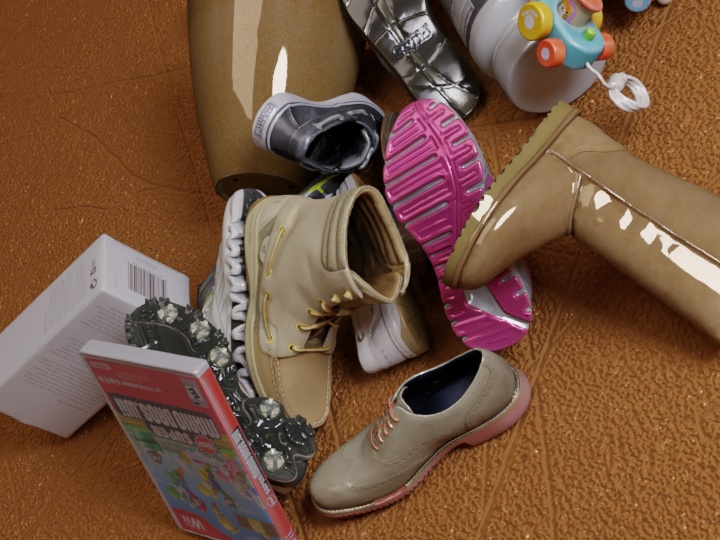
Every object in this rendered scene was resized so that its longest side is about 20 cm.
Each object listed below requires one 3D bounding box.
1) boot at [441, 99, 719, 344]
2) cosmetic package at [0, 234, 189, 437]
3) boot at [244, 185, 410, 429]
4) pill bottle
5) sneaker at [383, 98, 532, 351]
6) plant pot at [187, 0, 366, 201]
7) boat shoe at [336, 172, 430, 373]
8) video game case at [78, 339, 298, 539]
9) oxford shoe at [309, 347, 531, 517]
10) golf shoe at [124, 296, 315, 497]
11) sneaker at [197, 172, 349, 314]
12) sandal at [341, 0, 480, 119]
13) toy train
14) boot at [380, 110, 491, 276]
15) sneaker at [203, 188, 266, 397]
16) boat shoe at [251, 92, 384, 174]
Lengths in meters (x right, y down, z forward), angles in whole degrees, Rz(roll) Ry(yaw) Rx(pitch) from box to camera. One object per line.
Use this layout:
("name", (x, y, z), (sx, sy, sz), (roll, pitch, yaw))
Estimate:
("boot", (0.181, -0.010, 0.918), (0.199, 0.066, 0.176), (35, 80, 13))
("cosmetic package", (-0.260, 0.066, 1.221), (0.200, 0.101, 0.072), (-39, 40, 28))
("boot", (-0.025, 0.035, 1.044), (0.155, 0.072, 0.202), (-3, 91, 53))
("pill bottle", (0.135, -0.242, 1.157), (0.113, 0.113, 0.201), (-35, 52, 13))
("sneaker", (0.079, -0.038, 1.024), (0.081, 0.088, 0.202), (-18, 93, 17))
("plant pot", (-0.085, -0.167, 1.259), (0.185, 0.186, 0.202), (-10, 67, 33))
("boat shoe", (0.000, 0.000, 1.124), (0.069, 0.071, 0.201), (-30, 47, 17))
("video game case", (-0.135, 0.145, 1.036), (0.142, 0.201, 0.017), (6, 40, 41))
("oxford shoe", (0.032, 0.120, 1.006), (0.199, 0.074, 0.071), (-36, 43, 12))
("golf shoe", (-0.126, 0.111, 1.070), (0.077, 0.088, 0.200), (-36, 74, -31))
("sneaker", (-0.085, -0.022, 1.210), (0.200, 0.074, 0.081), (-44, 39, 1))
("sandal", (0.046, -0.224, 1.219), (0.081, 0.055, 0.201), (-35, 83, 0))
("toy train", (0.201, -0.227, 1.058), (0.056, 0.149, 0.201), (125, 163, -47))
("boot", (0.072, -0.077, 1.143), (0.096, 0.075, 0.201), (-12, 45, 5))
("sneaker", (-0.107, 0.030, 1.135), (0.080, 0.075, 0.202), (-2, 88, 39))
("boat shoe", (-0.017, -0.118, 1.160), (0.067, 0.200, 0.072), (32, 104, 23))
